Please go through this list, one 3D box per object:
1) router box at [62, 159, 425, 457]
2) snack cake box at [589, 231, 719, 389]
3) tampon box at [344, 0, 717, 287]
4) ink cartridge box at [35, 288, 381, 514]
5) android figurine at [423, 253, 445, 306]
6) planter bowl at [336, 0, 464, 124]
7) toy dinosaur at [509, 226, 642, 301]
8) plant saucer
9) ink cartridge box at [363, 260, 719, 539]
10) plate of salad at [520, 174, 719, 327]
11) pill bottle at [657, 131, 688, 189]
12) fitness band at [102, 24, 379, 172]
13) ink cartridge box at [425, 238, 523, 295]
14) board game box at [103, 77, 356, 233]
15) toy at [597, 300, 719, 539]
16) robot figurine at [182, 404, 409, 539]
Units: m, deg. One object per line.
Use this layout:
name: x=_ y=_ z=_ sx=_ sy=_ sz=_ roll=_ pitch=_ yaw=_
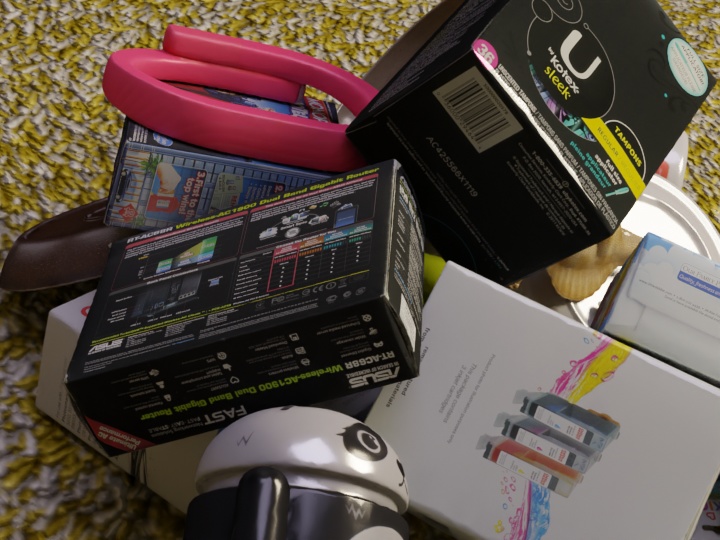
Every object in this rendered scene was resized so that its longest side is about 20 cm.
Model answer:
router box: x=-0.063 y=0.020 z=0.924 sx=0.200 sy=0.062 sz=0.150 roll=-15 pitch=32 yaw=14
snack cake box: x=0.209 y=0.046 z=1.000 sx=0.115 sy=0.067 sz=0.200 roll=24 pitch=-8 yaw=6
tampon box: x=0.117 y=-0.110 z=1.031 sx=0.150 sy=0.126 sz=0.200 roll=50 pitch=46 yaw=-12
ink cartridge box: x=-0.094 y=0.080 z=1.037 sx=0.200 sy=0.084 sz=0.146 roll=31 pitch=35 yaw=25
android figurine: x=0.000 y=0.000 z=1.119 sx=0.200 sy=0.041 sz=0.182 roll=17 pitch=13 yaw=-1
planter bowl: x=0.074 y=-0.105 z=1.218 sx=0.135 sy=0.200 sz=0.200 roll=42 pitch=28 yaw=-16
toy dinosaur: x=0.177 y=-0.027 z=1.175 sx=0.200 sy=0.101 sz=0.058 roll=-2 pitch=9 yaw=-24
plant saucer: x=-0.170 y=-0.033 z=1.137 sx=0.200 sy=0.032 sz=0.200 roll=-16 pitch=11 yaw=3
ink cartridge box: x=0.115 y=0.112 z=0.958 sx=0.200 sy=0.145 sz=0.145 roll=27 pitch=-9 yaw=14
plate of salad: x=0.209 y=0.011 z=1.231 sx=0.200 sy=0.048 sz=0.200 roll=8 pitch=69 yaw=-20
pill bottle: x=0.182 y=-0.097 z=1.401 sx=0.200 sy=0.112 sz=0.111 roll=15 pitch=32 yaw=1
fitness band: x=-0.073 y=-0.114 z=1.049 sx=0.200 sy=0.037 sz=0.144 roll=8 pitch=27 yaw=-21
ink cartridge box: x=0.059 y=0.005 z=1.224 sx=0.163 sy=0.057 sz=0.200 roll=38 pitch=25 yaw=33
board game box: x=-0.066 y=-0.071 z=1.075 sx=0.200 sy=0.062 sz=0.200 roll=15 pitch=22 yaw=-11
toy: x=0.245 y=0.098 z=1.127 sx=0.115 sy=0.047 sz=0.200 roll=5 pitch=50 yaw=-13
robot figurine: x=-0.035 y=0.172 z=0.833 sx=0.125 sy=0.150 sz=0.200 roll=16 pitch=64 yaw=-22
